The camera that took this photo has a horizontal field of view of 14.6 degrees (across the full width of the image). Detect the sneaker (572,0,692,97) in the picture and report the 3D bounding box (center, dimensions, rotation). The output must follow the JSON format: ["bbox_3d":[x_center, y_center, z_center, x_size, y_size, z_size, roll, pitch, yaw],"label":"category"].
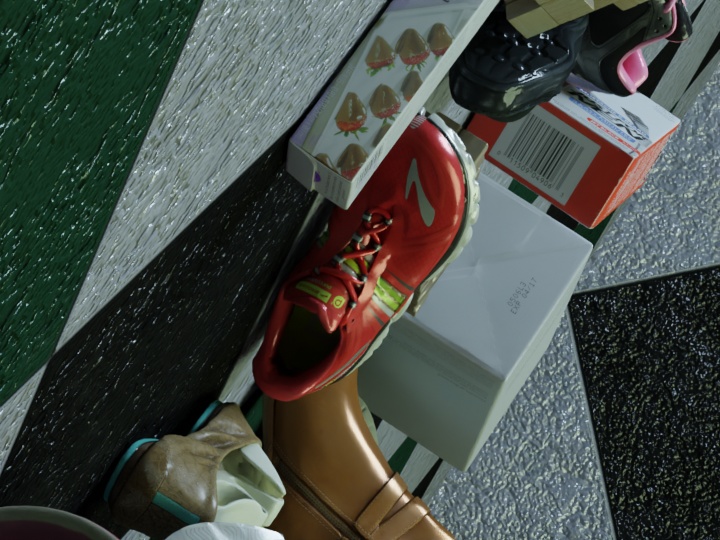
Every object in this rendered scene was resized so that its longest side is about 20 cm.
[{"bbox_3d":[0.188,-0.197,1.862,0.079,0.095,0.200,-46,165,-48],"label":"sneaker"}]

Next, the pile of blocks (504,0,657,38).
[{"bbox_3d":[0.118,-0.184,1.648,0.062,0.082,0.200,-21,180,25],"label":"pile of blocks"}]

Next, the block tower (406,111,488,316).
[{"bbox_3d":[0.033,-0.036,1.687,0.058,0.054,0.200,-54,172,-18],"label":"block tower"}]

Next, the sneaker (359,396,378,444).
[{"bbox_3d":[-0.017,0.173,1.854,0.078,0.201,0.090,-27,170,22],"label":"sneaker"}]

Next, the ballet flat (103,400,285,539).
[{"bbox_3d":[-0.080,0.117,1.531,0.068,0.072,0.200,-60,172,6],"label":"ballet flat"}]

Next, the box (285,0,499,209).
[{"bbox_3d":[0.033,-0.121,1.396,0.200,0.039,0.041,-54,174,-18],"label":"box"}]

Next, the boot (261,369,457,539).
[{"bbox_3d":[-0.002,0.121,1.723,0.200,0.155,0.077,-55,172,-17],"label":"boot"}]

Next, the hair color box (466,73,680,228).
[{"bbox_3d":[0.149,-0.098,1.957,0.064,0.111,0.200,-58,173,15],"label":"hair color box"}]

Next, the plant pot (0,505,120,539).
[{"bbox_3d":[-0.131,0.195,1.171,0.200,0.199,0.179,-53,156,-23],"label":"plant pot"}]

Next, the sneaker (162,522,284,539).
[{"bbox_3d":[-0.128,0.195,1.438,0.199,0.081,0.115,-13,164,-33],"label":"sneaker"}]

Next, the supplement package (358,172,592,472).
[{"bbox_3d":[0.066,0.033,1.930,0.121,0.119,0.200,-55,172,-22],"label":"supplement package"}]

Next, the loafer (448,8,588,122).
[{"bbox_3d":[0.092,-0.118,1.664,0.201,0.068,0.071,-48,160,-67],"label":"loafer"}]

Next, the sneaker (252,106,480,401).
[{"bbox_3d":[0.000,0.000,1.565,0.085,0.077,0.200,-37,159,-55],"label":"sneaker"}]
